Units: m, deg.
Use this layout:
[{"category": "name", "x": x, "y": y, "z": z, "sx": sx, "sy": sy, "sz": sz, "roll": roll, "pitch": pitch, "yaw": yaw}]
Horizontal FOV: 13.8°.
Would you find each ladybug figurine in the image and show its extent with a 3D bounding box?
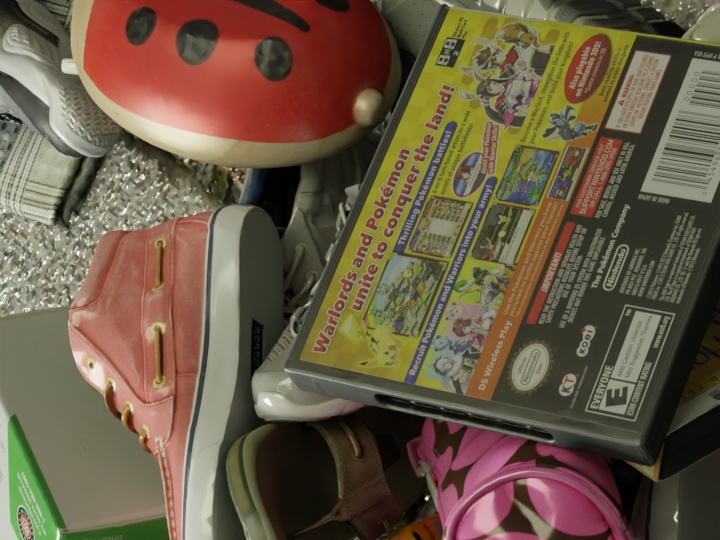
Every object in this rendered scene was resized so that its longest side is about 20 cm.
[{"category": "ladybug figurine", "x": -0.066, "y": -0.122, "z": 1.503, "sx": 0.199, "sy": 0.072, "sz": 0.136, "roll": 23, "pitch": 59, "yaw": 31}]

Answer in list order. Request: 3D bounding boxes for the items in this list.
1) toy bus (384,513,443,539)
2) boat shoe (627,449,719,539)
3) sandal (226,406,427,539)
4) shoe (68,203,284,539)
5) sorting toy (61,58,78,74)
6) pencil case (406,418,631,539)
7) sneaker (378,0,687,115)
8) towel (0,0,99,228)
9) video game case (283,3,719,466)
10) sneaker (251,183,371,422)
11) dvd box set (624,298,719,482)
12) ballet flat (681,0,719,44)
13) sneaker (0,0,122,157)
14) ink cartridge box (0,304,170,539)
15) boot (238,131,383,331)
[{"category": "toy bus", "x": -0.022, "y": 0.204, "z": 1.458, "sx": 0.200, "sy": 0.078, "sz": 0.065, "roll": -42, "pitch": 78, "yaw": 21}, {"category": "boat shoe", "x": 0.133, "y": 0.145, "z": 1.367, "sx": 0.069, "sy": 0.071, "sz": 0.202, "roll": 0, "pitch": 82, "yaw": 37}, {"category": "sandal", "x": -0.007, "y": 0.097, "z": 1.418, "sx": 0.057, "sy": 0.201, "sz": 0.080, "roll": -22, "pitch": 96, "yaw": 27}, {"category": "shoe", "x": -0.091, "y": 0.066, "z": 1.443, "sx": 0.090, "sy": 0.071, "sz": 0.201, "roll": -8, "pitch": 64, "yaw": 22}, {"category": "sorting toy", "x": -0.044, "y": -0.182, "z": 1.610, "sx": 0.179, "sy": 0.107, "sz": 0.201, "roll": 9, "pitch": 81, "yaw": 34}, {"category": "pencil case", "x": 0.070, "y": 0.102, "z": 1.356, "sx": 0.093, "sy": 0.200, "sz": 0.091, "roll": -10, "pitch": 102, "yaw": 1}, {"category": "sneaker", "x": 0.083, "y": -0.092, "z": 1.497, "sx": 0.199, "sy": 0.075, "sz": 0.116, "roll": 31, "pitch": 115, "yaw": 35}, {"category": "towel", "x": -0.203, "y": -0.142, "z": 1.764, "sx": 0.192, "sy": 0.034, "sz": 0.201, "roll": 23, "pitch": 90, "yaw": 42}, {"category": "video game case", "x": 0.081, "y": -0.021, "z": 1.330, "sx": 0.180, "sy": 0.026, "sz": 0.201, "roll": 11, "pitch": 65, "yaw": 29}, {"category": "sneaker", "x": 0.000, "y": 0.000, "z": 1.447, "sx": 0.074, "sy": 0.082, "sz": 0.200, "roll": -4, "pitch": 32, "yaw": 35}, {"category": "dvd box set", "x": 0.113, "y": 0.013, "z": 1.372, "sx": 0.200, "sy": 0.146, "sz": 0.030, "roll": 34, "pitch": 134, "yaw": 36}, {"category": "ballet flat", "x": 0.177, "y": -0.070, "z": 1.373, "sx": 0.069, "sy": 0.071, "sz": 0.201, "roll": 125, "pitch": 148, "yaw": -46}, {"category": "sneaker", "x": -0.212, "y": -0.095, "z": 1.700, "sx": 0.114, "sy": 0.075, "sz": 0.200, "roll": -55, "pitch": 47, "yaw": 13}, {"category": "ink cartridge box", "x": -0.159, "y": 0.139, "z": 1.537, "sx": 0.147, "sy": 0.083, "sz": 0.201, "roll": 60, "pitch": 147, "yaw": 36}, {"category": "boot", "x": -0.032, "y": 0.015, "z": 1.526, "sx": 0.073, "sy": 0.095, "sz": 0.201, "roll": -8, "pitch": 70, "yaw": 38}]
